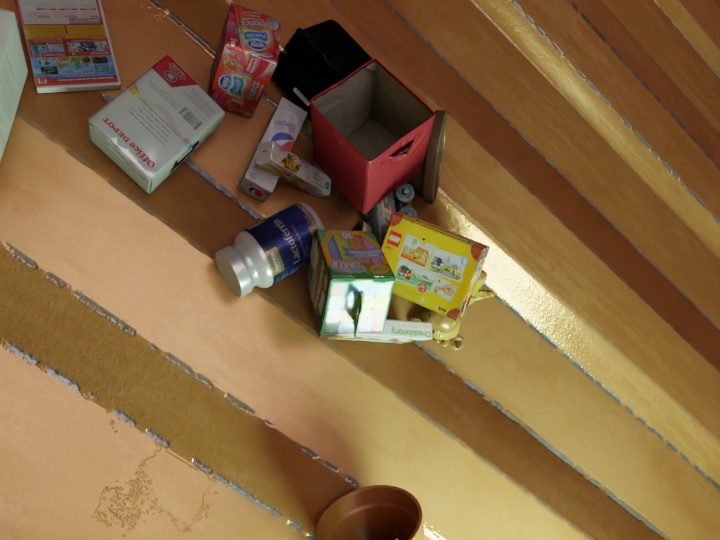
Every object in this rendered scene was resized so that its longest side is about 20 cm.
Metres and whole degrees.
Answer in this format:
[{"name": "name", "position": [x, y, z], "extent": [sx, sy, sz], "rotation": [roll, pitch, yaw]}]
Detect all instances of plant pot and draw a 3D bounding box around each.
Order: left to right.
[{"name": "plant pot", "position": [0.027, 0.514, 0.972], "extent": [0.197, 0.199, 0.143], "rotation": [-19, 105, -28]}, {"name": "plant pot", "position": [0.137, -0.257, 1.204], "extent": [0.091, 0.201, 0.205], "rotation": [8, 72, 10]}]

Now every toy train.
[{"name": "toy train", "position": [0.064, -0.110, 1.177], "extent": [0.111, 0.085, 0.205], "rotation": [-6, 84, -13]}]

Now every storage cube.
[{"name": "storage cube", "position": [0.018, -0.255, 1.044], "extent": [0.170, 0.181, 0.200], "rotation": [-37, 73, -18]}]

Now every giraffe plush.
[{"name": "giraffe plush", "position": [0.186, 0.075, 1.173], "extent": [0.200, 0.170, 0.164], "rotation": [43, 70, -50]}]

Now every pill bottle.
[{"name": "pill bottle", "position": [-0.169, -0.039, 1.022], "extent": [0.198, 0.115, 0.117], "rotation": [-33, 94, -27]}]

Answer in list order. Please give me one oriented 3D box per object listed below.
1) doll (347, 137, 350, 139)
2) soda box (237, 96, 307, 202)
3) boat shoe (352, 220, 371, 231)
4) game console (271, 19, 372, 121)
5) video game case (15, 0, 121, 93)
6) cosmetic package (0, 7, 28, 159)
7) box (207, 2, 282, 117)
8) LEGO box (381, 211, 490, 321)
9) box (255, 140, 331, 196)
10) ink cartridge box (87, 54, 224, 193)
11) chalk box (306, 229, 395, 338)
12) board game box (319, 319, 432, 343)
[{"name": "doll", "position": [-0.041, -0.285, 1.175], "extent": [0.135, 0.048, 0.203], "rotation": [-27, 92, -29]}, {"name": "soda box", "position": [-0.178, -0.246, 1.089], "extent": [0.063, 0.068, 0.203], "rotation": [27, 68, -18]}, {"name": "boat shoe", "position": [0.000, 0.000, 1.127], "extent": [0.065, 0.074, 0.205], "rotation": [13, 83, -26]}, {"name": "game console", "position": [-0.066, -0.420, 1.159], "extent": [0.200, 0.176, 0.116], "rotation": [46, 19, 6]}, {"name": "video game case", "position": [-0.535, -0.428, 0.978], "extent": [0.140, 0.017, 0.204], "rotation": [-14, 85, -28]}, {"name": "cosmetic package", "position": [-0.634, -0.292, 0.817], "extent": [0.164, 0.166, 0.205], "rotation": [12, 73, -23]}, {"name": "box", "position": [-0.226, -0.392, 1.021], "extent": [0.098, 0.199, 0.098], "rotation": [11, 72, -23]}, {"name": "LEGO box", "position": [0.136, -0.012, 1.068], "extent": [0.197, 0.077, 0.152], "rotation": [23, 103, 18]}, {"name": "box", "position": [-0.127, -0.197, 1.058], "extent": [0.199, 0.041, 0.040], "rotation": [23, 71, -59]}, {"name": "ink cartridge box", "position": [-0.375, -0.269, 0.987], "extent": [0.146, 0.082, 0.201], "rotation": [44, 64, -12]}, {"name": "chalk box", "position": [-0.016, 0.031, 0.960], "extent": [0.121, 0.126, 0.201], "rotation": [1, 36, -19]}, {"name": "board game box", "position": [0.030, 0.122, 1.080], "extent": [0.196, 0.126, 0.035], "rotation": [7, 76, -24]}]
